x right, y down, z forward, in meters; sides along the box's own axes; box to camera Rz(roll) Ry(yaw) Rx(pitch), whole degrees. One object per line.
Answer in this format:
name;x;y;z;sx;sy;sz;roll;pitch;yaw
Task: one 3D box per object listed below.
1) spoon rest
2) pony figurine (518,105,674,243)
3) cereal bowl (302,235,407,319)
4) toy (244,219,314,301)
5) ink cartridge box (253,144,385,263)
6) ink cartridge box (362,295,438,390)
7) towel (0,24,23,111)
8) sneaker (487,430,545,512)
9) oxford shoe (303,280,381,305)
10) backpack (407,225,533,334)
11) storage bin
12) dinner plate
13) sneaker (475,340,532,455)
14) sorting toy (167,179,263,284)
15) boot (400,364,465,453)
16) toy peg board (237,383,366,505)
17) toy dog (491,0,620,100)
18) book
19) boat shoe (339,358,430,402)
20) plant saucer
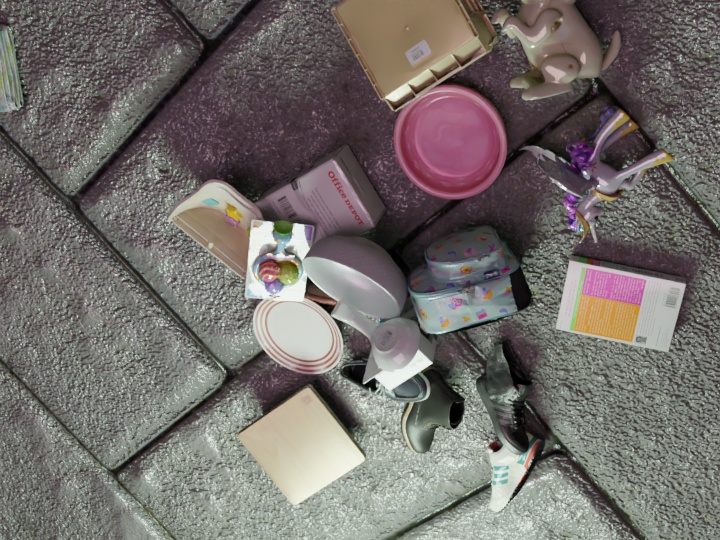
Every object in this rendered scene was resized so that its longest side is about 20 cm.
spoon rest;0.032;0.110;1.666;0.199;0.060;0.100;31;87;43
pony figurine;0.371;-0.165;1.519;0.193;0.167;0.200;39;107;-11
cereal bowl;0.000;0.000;1.678;0.198;0.084;0.201;26;159;11
toy;-0.152;-0.003;1.731;0.114;0.048;0.201;5;132;-7
ink cartridge box;-0.074;-0.117;1.734;0.199;0.084;0.147;-25;105;29
ink cartridge box;0.080;0.139;1.734;0.067;0.201;0.115;43;123;-17
towel;-0.771;-0.407;1.877;0.198;0.048;0.173;7;115;18
sneaker;0.289;0.389;1.873;0.093;0.070;0.201;35;125;21
oxford shoe;-0.024;0.031;1.815;0.198;0.071;0.075;3;88;23
backpack;0.178;0.020;1.632;0.198;0.176;0.154;-24;110;6
storage bin;0.089;-0.394;1.512;0.199;0.094;0.200;-28;95;29
dinner plate;-0.124;0.125;1.903;0.198;0.024;0.202;11;126;16
sneaker;0.286;0.241;1.773;0.104;0.060;0.201;-37;75;40
sorting toy;-0.244;-0.097;1.755;0.199;0.107;0.180;39;153;-2
boot;0.145;0.298;1.826;0.138;0.077;0.202;39;137;51
toy peg board;-0.119;0.354;2.001;0.198;0.098;0.201;-35;101;15
toy dog;0.297;-0.382;1.432;0.191;0.140;0.202;-10;112;11
book;0.454;0.057;1.647;0.198;0.048;0.135;13;117;13
boat shoe;0.045;0.212;1.832;0.199;0.061;0.076;18;102;39
plant saucer;0.157;-0.225;1.613;0.198;0.051;0.203;9;119;17
